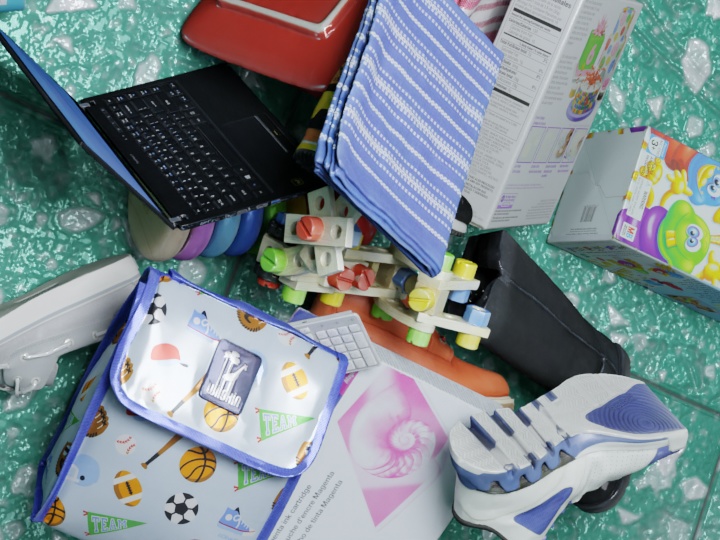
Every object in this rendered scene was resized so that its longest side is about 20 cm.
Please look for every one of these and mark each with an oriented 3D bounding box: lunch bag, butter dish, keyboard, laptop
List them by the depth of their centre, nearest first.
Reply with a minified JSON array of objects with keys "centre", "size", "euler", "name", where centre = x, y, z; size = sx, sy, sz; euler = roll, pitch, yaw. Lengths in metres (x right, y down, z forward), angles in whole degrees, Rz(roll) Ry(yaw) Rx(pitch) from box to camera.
[{"centre":[-0.144,-0.120,1.391],"size":[0.199,0.177,0.104],"euler":[-17,134,-25],"name":"laptop"},{"centre":[-0.123,0.114,1.398],"size":[0.170,0.124,0.201],"euler":[26,103,-15],"name":"lunch bag"},{"centre":[-0.086,0.070,1.444],"size":[0.011,0.199,0.056],"euler":[-80,153,-52],"name":"keyboard"},{"centre":[0.000,-0.197,1.491],"size":[0.200,0.200,0.148],"euler":[-53,134,-13],"name":"butter dish"}]

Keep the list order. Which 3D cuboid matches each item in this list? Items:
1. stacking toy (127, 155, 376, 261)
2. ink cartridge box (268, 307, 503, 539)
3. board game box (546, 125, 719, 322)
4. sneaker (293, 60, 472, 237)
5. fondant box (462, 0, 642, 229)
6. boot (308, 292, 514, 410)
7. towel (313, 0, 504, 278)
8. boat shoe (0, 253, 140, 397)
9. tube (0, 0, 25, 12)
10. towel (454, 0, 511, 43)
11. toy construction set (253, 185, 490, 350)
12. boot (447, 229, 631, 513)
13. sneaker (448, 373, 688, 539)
[{"centre":[-0.076,-0.046,1.499],"size":[0.199,0.085,0.086],"euler":[3,89,-33],"name":"stacking toy"},{"centre":[-0.013,0.154,1.500],"size":[0.199,0.043,0.197],"euler":[26,106,-25],"name":"ink cartridge box"},{"centre":[0.280,-0.036,1.652],"size":[0.199,0.105,0.103],"euler":[24,79,-25],"name":"board game box"},{"centre":[0.034,-0.088,1.406],"size":[0.200,0.070,0.090],"euler":[25,85,-54],"name":"sneaker"},{"centre":[0.141,-0.135,1.533],"size":[0.144,0.058,0.201],"euler":[-7,123,-65],"name":"fondant box"},{"centre":[0.044,0.060,1.557],"size":[0.199,0.075,0.108],"euler":[18,74,-27],"name":"boot"},{"centre":[0.040,-0.113,1.349],"size":[0.145,0.024,0.201],"euler":[42,54,-39],"name":"towel"},{"centre":[-0.244,0.055,1.420],"size":[0.200,0.072,0.069],"euler":[-29,103,-32],"name":"boat shoe"},{"centre":[-0.341,-0.208,1.380],"size":[0.199,0.050,0.078],"euler":[-4,88,-17],"name":"tube"},{"centre":[0.081,-0.141,1.507],"size":[0.146,0.030,0.201],"euler":[-29,142,-58],"name":"towel"},{"centre":[0.000,0.000,1.436],"size":[0.200,0.131,0.092],"euler":[28,91,-49],"name":"toy construction set"},{"centre":[0.146,0.082,1.558],"size":[0.200,0.065,0.165],"euler":[43,38,-41],"name":"boot"},{"centre":[0.146,0.156,1.502],"size":[0.199,0.081,0.115],"euler":[-11,134,-26],"name":"sneaker"}]
